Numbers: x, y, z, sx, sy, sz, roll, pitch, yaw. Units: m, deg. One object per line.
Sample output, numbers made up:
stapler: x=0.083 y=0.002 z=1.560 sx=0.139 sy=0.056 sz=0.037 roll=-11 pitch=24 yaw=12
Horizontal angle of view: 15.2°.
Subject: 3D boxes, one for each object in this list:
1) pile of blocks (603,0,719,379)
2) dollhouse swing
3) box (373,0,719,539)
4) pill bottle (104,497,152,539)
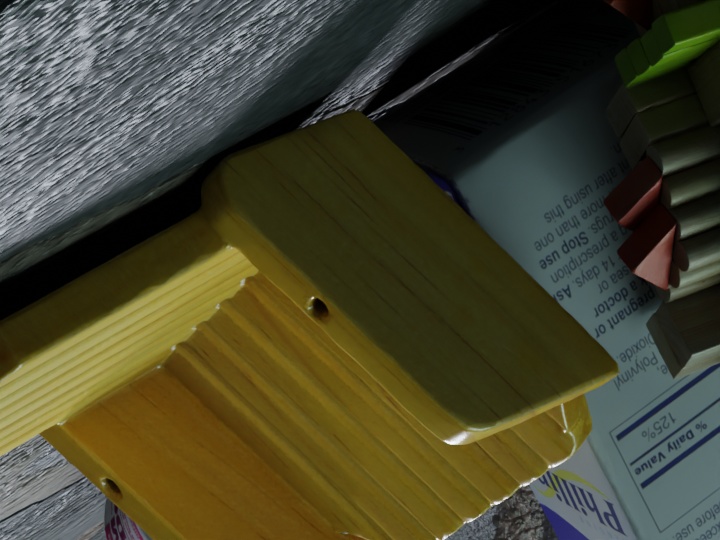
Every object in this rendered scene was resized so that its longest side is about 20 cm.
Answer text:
pile of blocks: x=0.115 y=-0.038 z=0.905 sx=0.062 sy=0.201 sz=0.082 roll=-19 pitch=-164 yaw=-19
dollhouse swing: x=-0.055 y=0.069 z=0.936 sx=0.176 sy=0.182 sz=0.200 roll=-49 pitch=-175 yaw=-37
box: x=0.127 y=-0.007 z=1.018 sx=0.184 sy=0.200 sz=0.105 roll=-33 pitch=-160 yaw=-15
pill bottle: x=-0.092 y=0.142 z=1.599 sx=0.113 sy=0.114 sz=0.200 roll=-33 pitch=175 yaw=-17
